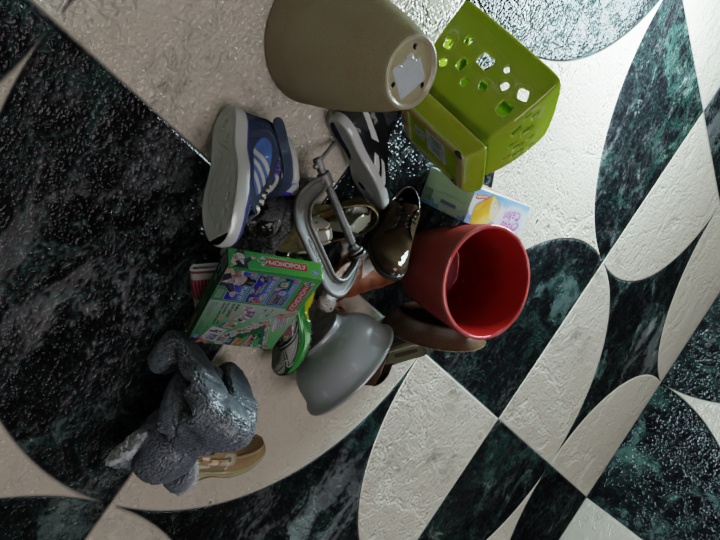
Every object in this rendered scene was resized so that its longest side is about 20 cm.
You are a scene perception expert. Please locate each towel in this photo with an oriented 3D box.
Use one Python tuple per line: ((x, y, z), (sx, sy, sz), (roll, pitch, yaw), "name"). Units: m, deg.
((-0.167, 0.044, 1.067), (0.140, 0.023, 0.202), (-5, 147, -9), "towel")

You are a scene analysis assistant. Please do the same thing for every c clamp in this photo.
((-0.038, -0.071, 1.111), (0.171, 0.027, 0.204), (-47, 123, -52), "c clamp")

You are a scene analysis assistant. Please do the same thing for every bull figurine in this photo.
((0.000, 0.000, 1.273), (0.197, 0.065, 0.123), (-21, 141, -41), "bull figurine")

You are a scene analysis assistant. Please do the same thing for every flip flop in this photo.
((0.035, 0.178, 1.364), (0.195, 0.059, 0.081), (-17, 154, 3), "flip flop")

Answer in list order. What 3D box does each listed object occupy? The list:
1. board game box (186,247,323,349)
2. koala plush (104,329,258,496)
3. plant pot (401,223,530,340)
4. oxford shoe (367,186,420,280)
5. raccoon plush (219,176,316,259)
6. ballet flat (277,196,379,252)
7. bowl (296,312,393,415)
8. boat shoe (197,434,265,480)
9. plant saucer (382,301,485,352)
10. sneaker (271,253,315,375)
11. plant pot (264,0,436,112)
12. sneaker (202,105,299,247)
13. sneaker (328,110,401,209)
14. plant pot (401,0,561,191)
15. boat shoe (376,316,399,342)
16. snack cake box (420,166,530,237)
((-0.150, 0.046, 1.026), (0.132, 0.030, 0.201), (8, 143, -27), "board game box")
((-0.261, 0.232, 1.079), (0.200, 0.184, 0.177), (-45, 133, 4), "koala plush")
((0.173, 0.008, 1.329), (0.196, 0.176, 0.206), (-6, 102, -30), "plant pot")
((0.059, -0.068, 1.213), (0.071, 0.203, 0.085), (20, 133, -9), "oxford shoe")
((-0.126, -0.045, 1.101), (0.197, 0.097, 0.136), (-18, 134, -36), "raccoon plush")
((-0.049, -0.070, 1.182), (0.197, 0.070, 0.072), (-20, 128, -37), "ballet flat")
((-0.044, 0.138, 1.258), (0.091, 0.200, 0.201), (46, 77, -15), "bowl")
((-0.235, 0.295, 1.215), (0.197, 0.071, 0.066), (-6, 119, -43), "boat shoe")
((0.139, 0.097, 1.385), (0.197, 0.198, 0.038), (-5, 110, -44), "plant saucer")
((-0.127, 0.073, 1.197), (0.084, 0.077, 0.205), (-6, 110, -36), "sneaker")
((0.002, -0.288, 0.993), (0.185, 0.199, 0.191), (-26, 132, -33), "plant pot")
((-0.131, -0.110, 1.002), (0.145, 0.079, 0.205), (23, 58, -45), "sneaker")
((0.032, -0.198, 1.181), (0.112, 0.073, 0.202), (-45, 139, -16), "sneaker")
((0.174, -0.253, 1.165), (0.181, 0.199, 0.200), (-44, 165, -6), "plant pot")
((0.077, 0.130, 1.436), (0.198, 0.071, 0.072), (-12, 123, -40), "boat shoe")
((0.216, -0.125, 1.386), (0.198, 0.114, 0.069), (9, 106, -48), "snack cake box")
